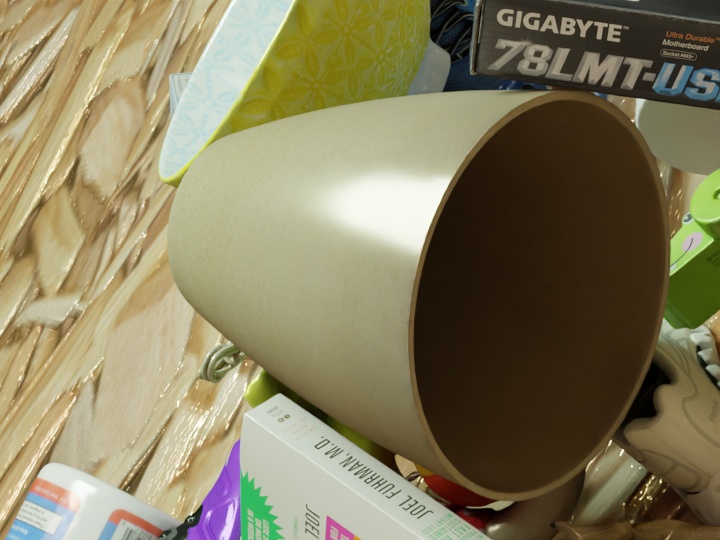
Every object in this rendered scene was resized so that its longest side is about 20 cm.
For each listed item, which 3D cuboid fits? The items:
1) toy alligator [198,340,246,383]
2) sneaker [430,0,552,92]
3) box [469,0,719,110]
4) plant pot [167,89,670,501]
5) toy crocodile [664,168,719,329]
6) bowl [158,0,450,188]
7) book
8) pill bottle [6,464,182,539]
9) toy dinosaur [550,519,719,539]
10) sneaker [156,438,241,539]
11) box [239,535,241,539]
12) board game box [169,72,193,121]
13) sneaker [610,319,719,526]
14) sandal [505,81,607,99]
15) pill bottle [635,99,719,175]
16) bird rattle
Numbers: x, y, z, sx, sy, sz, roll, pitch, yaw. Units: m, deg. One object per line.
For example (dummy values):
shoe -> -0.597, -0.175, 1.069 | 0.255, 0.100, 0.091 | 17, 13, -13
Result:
toy alligator -> 0.000, 0.000, 1.593 | 0.054, 0.059, 0.200 | 39, 79, 20
sneaker -> 0.035, -0.140, 1.719 | 0.079, 0.089, 0.200 | -36, 41, -13
box -> 0.158, -0.130, 1.403 | 0.199, 0.200, 0.050 | -70, -13, -67
plant pot -> 0.010, -0.006, 1.408 | 0.200, 0.187, 0.188 | 13, 73, 40
toy crocodile -> 0.216, -0.048, 1.463 | 0.200, 0.067, 0.062 | -44, 30, 12
bowl -> -0.016, -0.110, 1.640 | 0.200, 0.108, 0.200 | -55, 14, 21
book -> 0.022, 0.160, 1.433 | 0.048, 0.134, 0.200 | -30, 47, -34
pill bottle -> -0.184, 0.227, 1.797 | 0.112, 0.112, 0.200 | 10, 70, 61
toy dinosaur -> 0.141, 0.133, 1.393 | 0.200, 0.101, 0.058 | -24, 80, 53
sneaker -> -0.107, 0.179, 1.722 | 0.070, 0.099, 0.200 | 85, -162, -63
box -> -0.044, 0.173, 1.621 | 0.156, 0.041, 0.200 | 91, -171, -57
board game box -> -0.002, -0.056, 1.725 | 0.200, 0.199, 0.041 | -104, 11, -55
sneaker -> 0.138, 0.053, 1.490 | 0.075, 0.081, 0.200 | -57, 26, 7
sandal -> 0.093, -0.046, 1.588 | 0.079, 0.087, 0.200 | -1, 34, 14
pill bottle -> 0.191, -0.152, 1.571 | 0.112, 0.112, 0.200 | -34, 37, 40
bird rattle -> 0.037, 0.104, 1.505 | 0.163, 0.200, 0.113 | -32, -7, 26
